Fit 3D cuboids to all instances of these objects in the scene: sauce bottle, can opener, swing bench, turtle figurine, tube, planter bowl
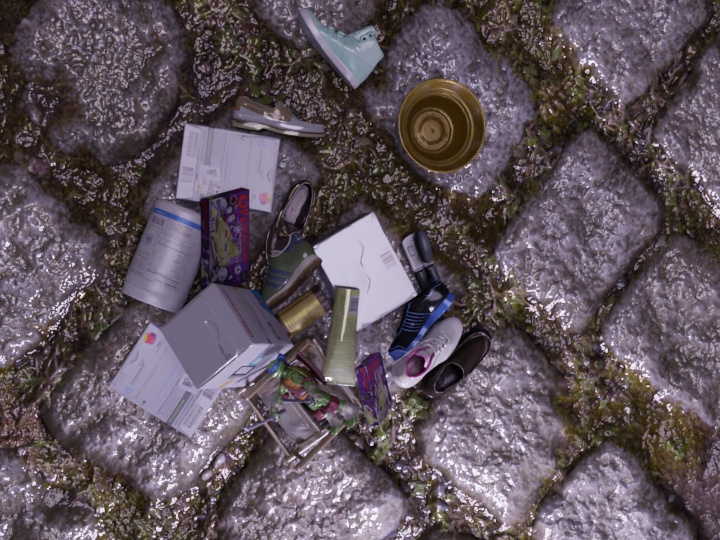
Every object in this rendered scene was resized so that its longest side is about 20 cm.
[{"bbox_3d":[-0.155,0.111,1.754,0.199,0.065,0.065,-34,98,-8],"label":"sauce bottle"},{"bbox_3d":[0.148,0.010,1.823,0.052,0.066,0.202,-24,101,-11],"label":"can opener"},{"bbox_3d":[-0.122,0.273,1.736,0.199,0.130,0.200,-37,98,-15],"label":"swing bench"},{"bbox_3d":[-0.112,0.272,1.601,0.193,0.201,0.144,31,114,-18],"label":"turtle figurine"},{"bbox_3d":[-0.038,0.134,1.680,0.057,0.052,0.203,7,93,25],"label":"tube"},{"bbox_3d":[0.167,-0.311,1.807,0.198,0.083,0.203,0,91,-12],"label":"planter bowl"}]

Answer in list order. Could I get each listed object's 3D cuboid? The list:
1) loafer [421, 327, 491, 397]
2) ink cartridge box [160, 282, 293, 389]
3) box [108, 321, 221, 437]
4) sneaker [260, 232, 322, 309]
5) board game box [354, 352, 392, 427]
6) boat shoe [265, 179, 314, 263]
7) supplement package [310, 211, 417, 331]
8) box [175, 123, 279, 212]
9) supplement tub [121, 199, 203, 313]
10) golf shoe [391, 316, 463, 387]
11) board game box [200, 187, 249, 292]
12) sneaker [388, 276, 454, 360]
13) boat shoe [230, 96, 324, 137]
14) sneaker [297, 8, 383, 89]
[{"bbox_3d":[0.224,0.211,1.837,0.073,0.071,0.200,45,82,-10],"label":"loafer"},{"bbox_3d":[-0.259,0.131,1.625,0.146,0.200,0.147,-39,74,10],"label":"ink cartridge box"},{"bbox_3d":[-0.394,0.226,1.714,0.199,0.041,0.157,34,84,-12],"label":"box"},{"bbox_3d":[-0.163,-0.001,1.717,0.067,0.200,0.090,-18,69,-52],"label":"sneaker"},{"bbox_3d":[0.029,0.245,1.722,0.032,0.200,0.121,-17,90,10],"label":"board game box"},{"bbox_3d":[-0.148,-0.097,1.752,0.071,0.059,0.202,22,86,-13],"label":"boat shoe"},{"bbox_3d":[0.000,0.000,1.762,0.155,0.111,0.201,-30,98,-10],"label":"supplement package"},{"bbox_3d":[-0.276,-0.211,1.723,0.198,0.041,0.158,7,91,-12],"label":"box"},{"bbox_3d":[-0.385,-0.030,1.664,0.131,0.132,0.202,22,88,-12],"label":"supplement tub"},{"bbox_3d":[0.155,0.175,1.786,0.075,0.092,0.200,44,76,3],"label":"golf shoe"},{"bbox_3d":[-0.273,-0.059,1.675,0.032,0.120,0.202,14,113,27],"label":"board game box"},{"bbox_3d":[0.115,0.103,1.800,0.078,0.070,0.200,40,100,-4],"label":"sneaker"},{"bbox_3d":[-0.170,-0.320,1.735,0.198,0.075,0.069,7,95,-12],"label":"boat shoe"},{"bbox_3d":[-0.038,-0.502,1.760,0.118,0.074,0.201,-44,109,-2],"label":"sneaker"}]
